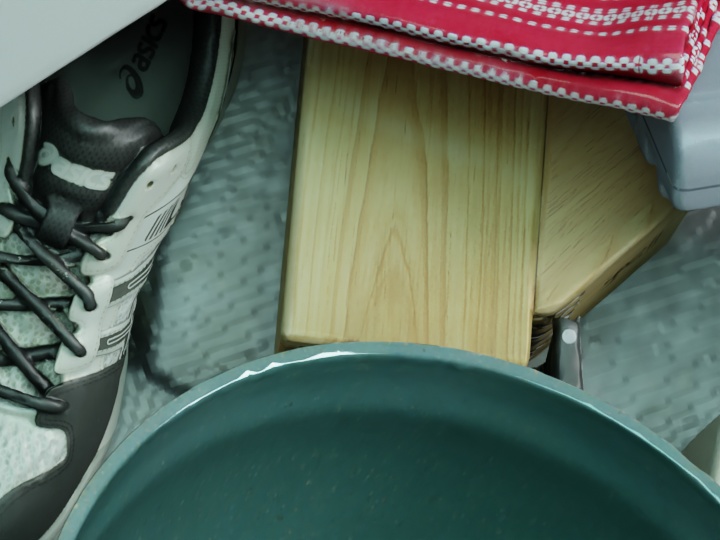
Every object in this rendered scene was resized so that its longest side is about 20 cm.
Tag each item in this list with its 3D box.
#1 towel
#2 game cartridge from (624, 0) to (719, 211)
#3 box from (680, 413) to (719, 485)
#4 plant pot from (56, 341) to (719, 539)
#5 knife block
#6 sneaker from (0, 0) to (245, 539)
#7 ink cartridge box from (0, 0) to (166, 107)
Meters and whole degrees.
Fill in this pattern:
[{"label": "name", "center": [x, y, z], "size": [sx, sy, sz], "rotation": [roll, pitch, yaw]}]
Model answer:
[{"label": "towel", "center": [0.045, -0.123, 0.823], "size": [0.144, 0.023, 0.201], "rotation": [14, 44, 12]}, {"label": "game cartridge", "center": [0.125, -0.095, 0.839], "size": [0.132, 0.041, 0.201], "rotation": [-6, 42, -10]}, {"label": "box", "center": [0.110, 0.146, 0.801], "size": [0.082, 0.068, 0.201], "rotation": [12, 74, -2]}, {"label": "plant pot", "center": [0.004, 0.138, 0.716], "size": [0.199, 0.134, 0.201], "rotation": [11, 52, -14]}, {"label": "knife block", "center": [0.000, 0.000, 0.835], "size": [0.175, 0.064, 0.200], "rotation": [-38, 81, -15]}, {"label": "sneaker", "center": [-0.088, -0.013, 0.820], "size": [0.075, 0.088, 0.201], "rotation": [18, 75, -1]}, {"label": "ink cartridge box", "center": [-0.055, -0.146, 0.786], "size": [0.199, 0.146, 0.084], "rotation": [-33, 121, -4]}]
